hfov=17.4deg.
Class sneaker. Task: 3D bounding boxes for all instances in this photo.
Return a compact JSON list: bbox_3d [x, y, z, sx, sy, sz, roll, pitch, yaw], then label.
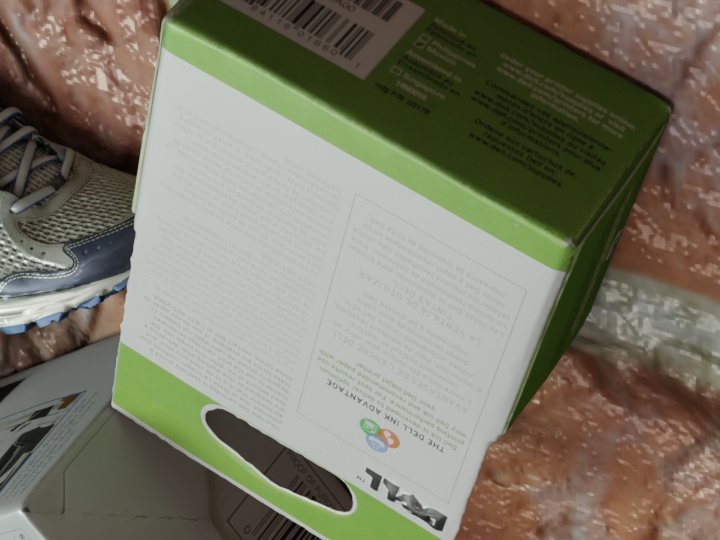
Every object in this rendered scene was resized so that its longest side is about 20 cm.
[{"bbox_3d":[-0.155,-0.035,0.883,0.199,0.077,0.086,8,126,32],"label":"sneaker"}]

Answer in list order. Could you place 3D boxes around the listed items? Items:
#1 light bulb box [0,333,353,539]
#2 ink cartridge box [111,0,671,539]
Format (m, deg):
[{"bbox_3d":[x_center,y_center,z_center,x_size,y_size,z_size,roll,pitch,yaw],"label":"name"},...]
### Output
[{"bbox_3d":[-0.099,0.145,0.959,0.199,0.125,0.199,-19,113,47],"label":"light bulb box"},{"bbox_3d":[0.000,0.000,0.791,0.147,0.076,0.201,30,140,12],"label":"ink cartridge box"}]
